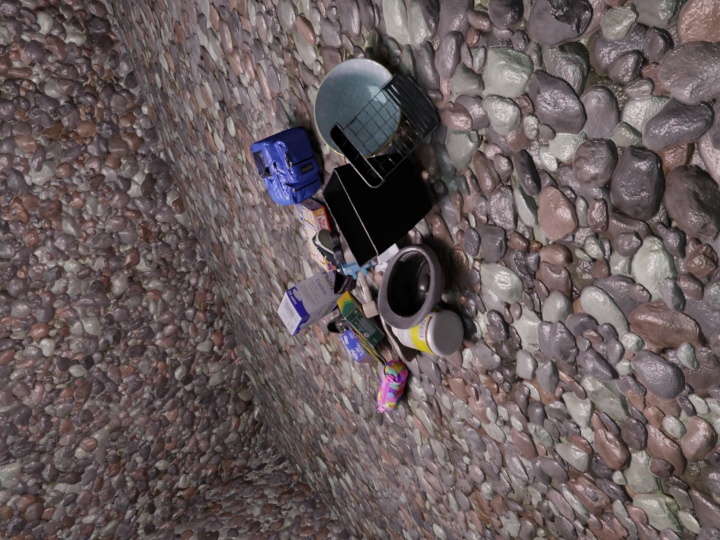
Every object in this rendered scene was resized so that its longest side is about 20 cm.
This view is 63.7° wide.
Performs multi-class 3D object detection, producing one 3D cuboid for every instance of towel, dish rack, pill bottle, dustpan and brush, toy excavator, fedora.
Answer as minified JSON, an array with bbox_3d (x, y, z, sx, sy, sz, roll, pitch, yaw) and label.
[{"bbox_3d":[0.017,0.207,1.762,0.144,0.023,0.200,46,-177,-18],"label":"towel"},{"bbox_3d":[0.053,-0.285,1.161,0.154,0.199,0.055,48,-169,4],"label":"dish rack"},{"bbox_3d":[0.161,0.145,1.454,0.198,0.108,0.112,6,121,61],"label":"pill bottle"},{"bbox_3d":[0.070,-0.015,1.525,0.142,0.056,0.200,62,174,-5],"label":"dustpan and brush"},{"bbox_3d":[0.000,0.000,1.596,0.197,0.097,0.202,-103,-9,-48],"label":"toy excavator"},{"bbox_3d":[0.134,0.041,1.370,0.175,0.089,0.206,18,94,46],"label":"fedora"}]

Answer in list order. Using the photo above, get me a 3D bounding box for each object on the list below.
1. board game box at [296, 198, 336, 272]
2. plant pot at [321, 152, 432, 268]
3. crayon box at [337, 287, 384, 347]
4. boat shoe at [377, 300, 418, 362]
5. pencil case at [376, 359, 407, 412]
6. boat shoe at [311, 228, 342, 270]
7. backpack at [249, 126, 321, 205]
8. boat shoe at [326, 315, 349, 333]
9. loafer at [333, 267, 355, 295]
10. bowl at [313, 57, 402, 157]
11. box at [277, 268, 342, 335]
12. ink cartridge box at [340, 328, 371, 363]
[{"bbox_3d":[-0.134,-0.115,1.815,0.151,0.045,0.205,38,145,58],"label":"board game box"},{"bbox_3d":[0.043,-0.149,1.295,0.203,0.175,0.200,61,167,1],"label":"plant pot"},{"bbox_3d":[-0.004,0.135,1.698,0.126,0.052,0.200,46,-177,-16],"label":"crayon box"},{"bbox_3d":[0.092,0.167,1.648,0.073,0.073,0.205,-8,106,63],"label":"boat shoe"},{"bbox_3d":[0.098,0.366,1.818,0.088,0.087,0.203,46,149,30],"label":"pencil case"},{"bbox_3d":[-0.063,-0.042,1.670,0.197,0.076,0.065,34,153,-27],"label":"boat shoe"},{"bbox_3d":[-0.203,-0.291,1.669,0.166,0.160,0.205,10,123,55],"label":"backpack"},{"bbox_3d":[-0.057,0.186,1.968,0.070,0.056,0.199,64,155,-4],"label":"boat shoe"},{"bbox_3d":[-0.049,0.005,1.772,0.072,0.062,0.203,48,151,29],"label":"loafer"},{"bbox_3d":[0.006,-0.341,1.256,0.203,0.197,0.107,60,-164,5],"label":"bowl"},{"bbox_3d":[-0.157,0.100,1.909,0.106,0.197,0.184,54,154,10],"label":"box"},{"bbox_3d":[-0.004,0.241,1.831,0.095,0.044,0.200,56,-177,14],"label":"ink cartridge box"}]
